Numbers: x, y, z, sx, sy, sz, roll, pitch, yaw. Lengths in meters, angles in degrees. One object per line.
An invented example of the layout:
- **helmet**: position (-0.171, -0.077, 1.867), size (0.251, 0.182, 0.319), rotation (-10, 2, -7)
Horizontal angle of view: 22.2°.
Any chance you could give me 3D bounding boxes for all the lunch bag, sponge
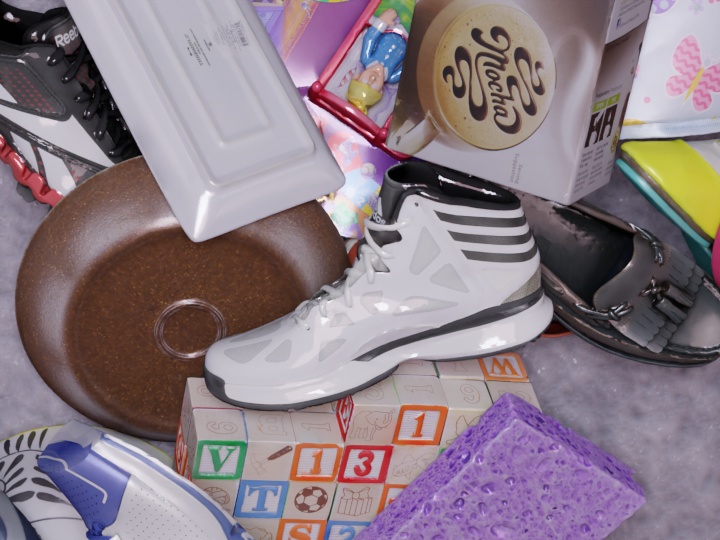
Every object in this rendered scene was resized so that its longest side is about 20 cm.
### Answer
- **lunch bag**: position (0.192, -0.168, 1.064), size (0.198, 0.127, 0.171), rotation (-9, 101, -14)
- **sponge**: position (0.060, 0.166, 1.077), size (0.111, 0.030, 0.200), rotation (33, 112, -29)

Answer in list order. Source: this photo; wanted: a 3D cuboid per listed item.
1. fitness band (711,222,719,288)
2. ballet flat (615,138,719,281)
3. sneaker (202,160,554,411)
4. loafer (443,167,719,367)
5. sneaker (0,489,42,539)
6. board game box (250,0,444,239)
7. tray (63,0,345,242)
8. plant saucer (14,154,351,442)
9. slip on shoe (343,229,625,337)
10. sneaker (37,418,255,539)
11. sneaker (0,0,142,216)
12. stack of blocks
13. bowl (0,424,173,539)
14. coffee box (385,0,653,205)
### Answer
- **fitness band**: position (0.277, -0.055, 1.032), size (0.143, 0.037, 0.201), rotation (4, 124, -44)
- **ballet flat**: position (0.210, -0.038, 1.069), size (0.067, 0.067, 0.200), rotation (-44, 141, 4)
- **sneaker**: position (0.000, 0.000, 1.009), size (0.199, 0.076, 0.116), rotation (-15, 116, -1)
- **loafer**: position (0.131, -0.003, 1.051), size (0.199, 0.063, 0.072), rotation (29, 82, -4)
- **sneaker**: position (-0.246, 0.123, 1.026), size (0.070, 0.082, 0.200), rotation (-42, 60, -8)
- **board game box**: position (0.018, -0.119, 1.077), size (0.157, 0.039, 0.202), rotation (-11, 89, -4)
- **tray**: position (-0.092, -0.120, 1.035), size (0.107, 0.022, 0.201), rotation (-21, 75, -29)
- **plant saucer**: position (-0.100, 0.026, 1.065), size (0.199, 0.037, 0.202), rotation (-5, 122, -8)
- **slip on shoe**: position (0.081, 0.006, 1.106), size (0.198, 0.061, 0.075), rotation (6, 99, -5)
- **sneaker**: position (-0.106, 0.180, 0.992), size (0.199, 0.080, 0.115), rotation (43, 76, -19)
- **sneaker**: position (-0.172, -0.092, 1.053), size (0.200, 0.071, 0.098), rotation (39, 115, -9)
- **stack of blocks**: position (-0.005, 0.106, 1.077), size (0.198, 0.059, 0.116), rotation (3, 123, -14)
- **bowl**: position (-0.174, 0.200, 1.090), size (0.199, 0.094, 0.203), rotation (-1, 98, -6)
- **coffee box**: position (0.095, -0.151, 0.981), size (0.112, 0.080, 0.202), rotation (20, 111, 21)
